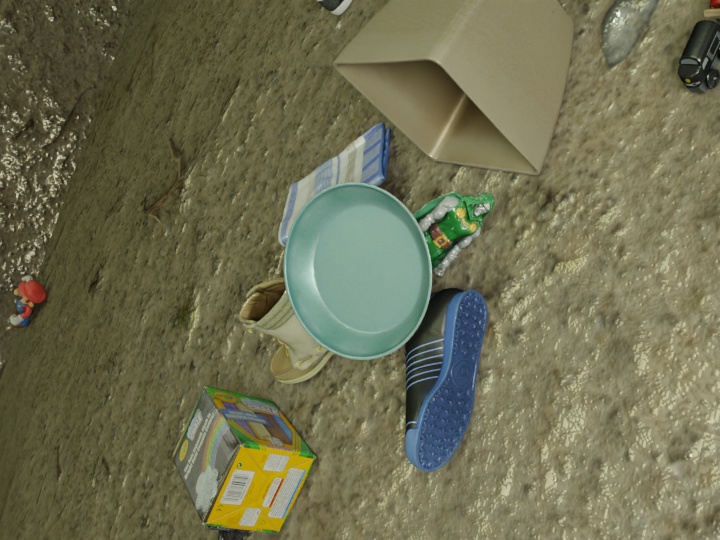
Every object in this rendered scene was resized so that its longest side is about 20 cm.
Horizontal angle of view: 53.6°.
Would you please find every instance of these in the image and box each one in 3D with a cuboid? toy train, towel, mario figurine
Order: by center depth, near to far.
[{"bbox_3d":[0.340,-0.263,0.653,0.034,0.046,0.202,24,92,54],"label":"toy train"},{"bbox_3d":[-0.040,-0.126,1.045,0.199,0.024,0.148,-30,33,28],"label":"towel"},{"bbox_3d":[-1.095,0.097,2.305,0.124,0.106,0.200,52,128,13],"label":"mario figurine"}]

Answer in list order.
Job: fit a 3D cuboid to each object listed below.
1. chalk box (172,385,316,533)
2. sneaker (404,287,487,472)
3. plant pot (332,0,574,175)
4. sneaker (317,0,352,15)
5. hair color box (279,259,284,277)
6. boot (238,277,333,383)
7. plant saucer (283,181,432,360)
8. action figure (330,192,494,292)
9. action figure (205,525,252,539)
[{"bbox_3d":[-0.174,0.251,1.002,0.200,0.123,0.125,37,103,55],"label":"chalk box"},{"bbox_3d":[0.081,0.116,0.785,0.078,0.070,0.202,-4,62,55],"label":"sneaker"},{"bbox_3d":[0.125,-0.248,0.819,0.199,0.199,0.178,20,77,54],"label":"plant pot"},{"bbox_3d":[-0.027,-0.553,1.231,0.201,0.111,0.073,-54,39,20],"label":"sneaker"},{"bbox_3d":[-0.034,-0.011,1.004,0.199,0.060,0.101,-6,67,52],"label":"hair color box"},{"bbox_3d":[-0.102,0.082,0.962,0.199,0.154,0.073,-35,47,37],"label":"boot"},{"bbox_3d":[0.000,0.000,0.822,0.198,0.036,0.203,4,98,31],"label":"plant saucer"},{"bbox_3d":[0.076,-0.029,0.845,0.199,0.118,0.055,-38,30,21],"label":"action figure"},{"bbox_3d":[-0.198,0.439,0.945,0.119,0.101,0.203,155,121,-66],"label":"action figure"}]
